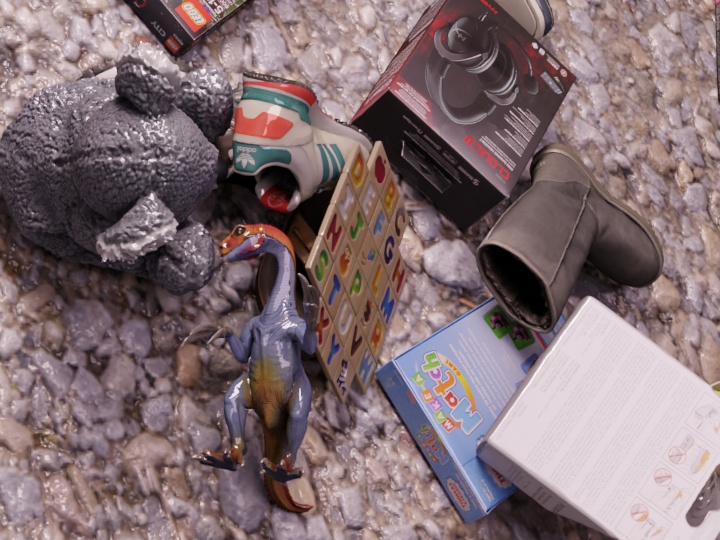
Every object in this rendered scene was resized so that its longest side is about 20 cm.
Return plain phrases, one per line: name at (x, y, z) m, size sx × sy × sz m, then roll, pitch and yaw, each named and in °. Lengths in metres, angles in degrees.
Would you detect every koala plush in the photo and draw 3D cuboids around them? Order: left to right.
koala plush at (-0.171, -0.075, 1.303) m, size 0.182 × 0.200 × 0.180 m, roll 7°, pitch 89°, yaw -17°

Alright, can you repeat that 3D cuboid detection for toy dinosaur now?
toy dinosaur at (-0.079, 0.065, 1.359) m, size 0.104 × 0.201 × 0.183 m, roll 6°, pitch 64°, yaw 5°

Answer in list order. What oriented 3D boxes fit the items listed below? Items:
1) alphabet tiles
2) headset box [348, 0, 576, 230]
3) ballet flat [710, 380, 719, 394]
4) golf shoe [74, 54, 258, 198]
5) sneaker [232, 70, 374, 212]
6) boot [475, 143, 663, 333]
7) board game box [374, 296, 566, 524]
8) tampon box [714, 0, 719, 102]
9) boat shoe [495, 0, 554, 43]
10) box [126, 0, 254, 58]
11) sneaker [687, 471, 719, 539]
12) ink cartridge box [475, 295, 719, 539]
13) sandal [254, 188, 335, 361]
alphabet tiles at (0.000, 0.000, 1.460) m, size 0.167 × 0.006 × 0.201 m, roll 67°, pitch 34°, yaw -46°
headset box at (0.092, -0.149, 1.620) m, size 0.149 × 0.077 × 0.201 m, roll 41°, pitch 50°, yaw -10°
ballet flat at (0.381, 0.136, 1.683) m, size 0.198 × 0.067 × 0.068 m, roll 5°, pitch 51°, yaw -31°
golf shoe at (-0.142, -0.114, 1.448) m, size 0.198 × 0.078 × 0.096 m, roll 11°, pitch 62°, yaw -28°
sneaker at (-0.052, -0.087, 1.433) m, size 0.200 × 0.070 × 0.094 m, roll 36°, pitch 68°, yaw -64°
boot at (0.191, -0.009, 1.583) m, size 0.182 × 0.073 × 0.200 m, roll 41°, pitch 31°, yaw -10°
board game box at (0.124, 0.106, 1.541) m, size 0.199 × 0.037 × 0.152 m, roll -29°, pitch 85°, yaw -41°
tampon box at (0.484, -0.260, 1.854) m, size 0.125 × 0.200 × 0.151 m, roll 19°, pitch 58°, yaw -24°
boat shoe at (0.134, -0.301, 1.707) m, size 0.061 × 0.075 × 0.201 m, roll -18°, pitch 55°, yaw -29°
box at (-0.175, -0.299, 1.540) m, size 0.200 × 0.038 × 0.137 m, roll 49°, pitch 50°, yaw -4°
sneaker at (0.282, 0.176, 1.555) m, size 0.200 × 0.099 × 0.078 m, roll 48°, pitch 54°, yaw -28°
ink cartridge box at (0.221, 0.145, 1.472) m, size 0.199 × 0.057 × 0.163 m, roll 38°, pitch 71°, yaw 2°
sandal at (-0.030, -0.018, 1.488) m, size 0.081 × 0.055 × 0.201 m, roll 35°, pitch 53°, yaw -15°
